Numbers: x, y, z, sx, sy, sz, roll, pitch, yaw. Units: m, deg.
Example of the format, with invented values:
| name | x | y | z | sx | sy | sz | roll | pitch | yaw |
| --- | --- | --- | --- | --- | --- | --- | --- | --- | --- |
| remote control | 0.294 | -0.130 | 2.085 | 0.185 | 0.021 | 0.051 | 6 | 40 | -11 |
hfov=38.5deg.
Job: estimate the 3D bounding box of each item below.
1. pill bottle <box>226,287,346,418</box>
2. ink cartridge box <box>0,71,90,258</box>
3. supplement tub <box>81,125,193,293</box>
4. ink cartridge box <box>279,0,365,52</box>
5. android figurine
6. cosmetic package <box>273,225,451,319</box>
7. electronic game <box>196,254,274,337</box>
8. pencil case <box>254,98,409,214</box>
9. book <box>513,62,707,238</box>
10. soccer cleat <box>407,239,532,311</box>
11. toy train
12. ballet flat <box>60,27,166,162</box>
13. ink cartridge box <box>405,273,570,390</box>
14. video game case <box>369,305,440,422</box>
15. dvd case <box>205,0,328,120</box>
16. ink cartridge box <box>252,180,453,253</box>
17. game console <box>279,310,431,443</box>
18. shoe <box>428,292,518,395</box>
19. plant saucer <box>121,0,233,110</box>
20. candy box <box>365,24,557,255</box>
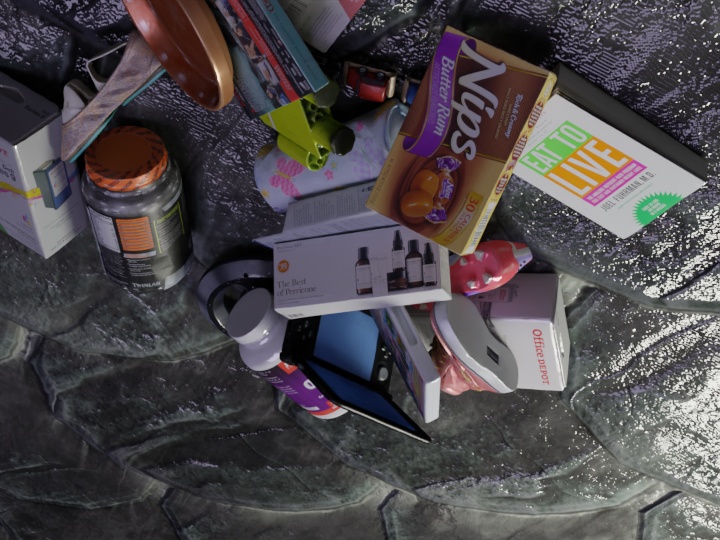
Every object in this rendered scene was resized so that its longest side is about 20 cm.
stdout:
| name | x | y | z | sx | sy | sz | roll | pitch | yaw |
| --- | --- | --- | --- | --- | --- | --- | --- | --- | --- |
| pill bottle | -0.085 | 0.110 | 1.395 | 0.112 | 0.113 | 0.200 | -18 | 135 | 35 |
| ink cartridge box | -0.430 | -0.134 | 1.287 | 0.145 | 0.088 | 0.200 | 30 | 142 | 20 |
| supplement tub | -0.280 | -0.076 | 1.300 | 0.122 | 0.123 | 0.200 | 11 | 140 | 8 |
| ink cartridge box | -0.084 | -0.316 | 0.994 | 0.200 | 0.068 | 0.116 | 30 | 139 | -16 |
| android figurine | -0.085 | -0.192 | 1.086 | 0.200 | 0.041 | 0.182 | 36 | 156 | 40 |
| cosmetic package | 0.000 | 0.000 | 1.174 | 0.199 | 0.083 | 0.051 | -8 | 161 | 18 |
| electronic game | -0.131 | 0.047 | 1.448 | 0.199 | 0.042 | 0.200 | 4 | 140 | 3 |
| pencil case | -0.026 | -0.128 | 1.174 | 0.199 | 0.083 | 0.091 | -15 | 87 | 33 |
| book | 0.252 | -0.121 | 1.117 | 0.200 | 0.048 | 0.134 | 27 | 142 | -16 |
| soccer cleat | 0.120 | 0.005 | 1.248 | 0.200 | 0.076 | 0.067 | -21 | 84 | 55 |
| toy train | 0.013 | -0.204 | 1.103 | 0.199 | 0.046 | 0.034 | 15 | 141 | 3 |
| ballet flat | -0.298 | -0.207 | 1.187 | 0.200 | 0.068 | 0.067 | -38 | 112 | 22 |
| ink cartridge box | 0.165 | 0.079 | 1.343 | 0.199 | 0.083 | 0.147 | 1 | 137 | 20 |
| video game case | 0.049 | 0.083 | 1.272 | 0.024 | 0.182 | 0.200 | -25 | 160 | -6 |
| dvd case | -0.110 | -0.221 | 0.993 | 0.146 | 0.022 | 0.200 | 57 | 160 | -12 |
| ink cartridge box | 0.008 | -0.048 | 1.224 | 0.199 | 0.043 | 0.196 | -10 | 163 | 29 |
| game console | 0.007 | 0.114 | 1.325 | 0.116 | 0.177 | 0.200 | -7 | 153 | 42 |
| shoe | 0.112 | 0.096 | 1.249 | 0.091 | 0.072 | 0.200 | -11 | 145 | 29 |
| plant saucer | -0.189 | -0.254 | 1.040 | 0.200 | 0.032 | 0.200 | 47 | 162 | 20 |
| candy box | 0.101 | -0.130 | 1.041 | 0.116 | 0.056 | 0.201 | 29 | 103 | 15 |
